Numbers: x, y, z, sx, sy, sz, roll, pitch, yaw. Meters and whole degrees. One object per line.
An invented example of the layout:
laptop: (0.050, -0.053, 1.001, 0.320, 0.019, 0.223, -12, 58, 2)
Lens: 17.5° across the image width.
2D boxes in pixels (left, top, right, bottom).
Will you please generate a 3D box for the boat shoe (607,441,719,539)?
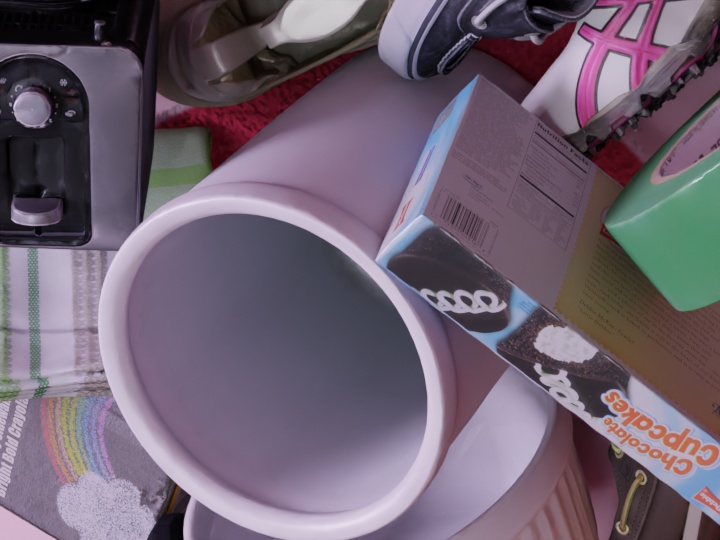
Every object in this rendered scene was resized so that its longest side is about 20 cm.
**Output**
boat shoe: (0.148, 0.096, 1.138, 0.059, 0.072, 0.201, 15, 128, 17)

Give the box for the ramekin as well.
ramekin: (0.023, 0.132, 1.149, 0.199, 0.201, 0.106, -8, 122, 31)

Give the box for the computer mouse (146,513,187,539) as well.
computer mouse: (-0.057, 0.203, 1.208, 0.046, 0.200, 0.141, -27, 69, 17)

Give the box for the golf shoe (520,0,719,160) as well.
golf shoe: (0.130, -0.128, 1.025, 0.092, 0.073, 0.200, 48, 119, 5)

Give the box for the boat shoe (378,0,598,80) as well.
boat shoe: (0.069, -0.128, 0.995, 0.068, 0.072, 0.200, 43, 145, 4)

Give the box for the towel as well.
towel: (-0.167, -0.006, 1.160, 0.198, 0.150, 0.031, -4, 154, -6)

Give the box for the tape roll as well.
tape roll: (0.188, -0.067, 0.942, 0.048, 0.200, 0.200, 48, 128, -4)

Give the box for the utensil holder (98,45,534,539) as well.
utensil holder: (0.000, 0.000, 1.080, 0.169, 0.200, 0.171, 13, 122, 21)

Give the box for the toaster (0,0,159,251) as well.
toaster: (-0.185, -0.092, 1.090, 0.179, 0.200, 0.120, 2, 117, -3)

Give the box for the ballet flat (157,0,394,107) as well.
ballet flat: (-0.044, -0.119, 1.123, 0.199, 0.069, 0.070, -19, 106, 35)

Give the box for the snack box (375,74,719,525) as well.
snack box: (0.106, 0.014, 0.998, 0.200, 0.116, 0.037, 37, 126, -10)

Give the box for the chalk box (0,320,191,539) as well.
chalk box: (-0.156, 0.047, 1.240, 0.199, 0.124, 0.125, 30, 127, 12)
